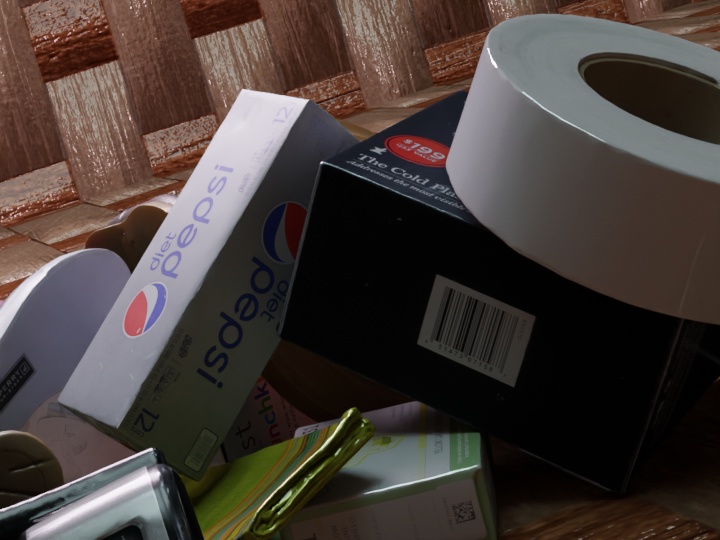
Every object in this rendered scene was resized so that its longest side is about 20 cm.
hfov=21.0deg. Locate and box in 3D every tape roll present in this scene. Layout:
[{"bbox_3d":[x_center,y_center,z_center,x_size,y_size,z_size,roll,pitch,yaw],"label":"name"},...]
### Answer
[{"bbox_3d":[0.146,-0.053,0.946,0.201,0.071,0.203,14,25,-6],"label":"tape roll"}]

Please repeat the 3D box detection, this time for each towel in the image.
[{"bbox_3d":[-0.071,0.116,0.964,0.086,0.018,0.200,-42,9,-33],"label":"towel"}]

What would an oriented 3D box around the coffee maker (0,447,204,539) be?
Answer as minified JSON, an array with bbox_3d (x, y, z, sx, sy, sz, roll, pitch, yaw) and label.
[{"bbox_3d":[-0.149,0.151,0.745,0.199,0.135,0.192,-17,9,-9],"label":"coffee maker"}]

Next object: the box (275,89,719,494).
[{"bbox_3d":[0.091,0.001,1.013,0.199,0.105,0.182,23,24,18],"label":"box"}]

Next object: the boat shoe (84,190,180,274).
[{"bbox_3d":[-0.117,-0.020,1.270,0.070,0.071,0.200,-24,12,-25],"label":"boat shoe"}]

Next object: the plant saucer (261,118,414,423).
[{"bbox_3d":[0.000,0.000,1.140,0.200,0.201,0.032,-26,-5,-45],"label":"plant saucer"}]

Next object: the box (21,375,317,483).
[{"bbox_3d":[-0.094,0.074,1.195,0.199,0.097,0.176,-6,12,44],"label":"box"}]

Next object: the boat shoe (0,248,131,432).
[{"bbox_3d":[-0.202,0.056,1.080,0.066,0.070,0.200,-6,34,37],"label":"boat shoe"}]

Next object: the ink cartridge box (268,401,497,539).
[{"bbox_3d":[-0.031,0.120,0.979,0.199,0.048,0.146,-13,11,5],"label":"ink cartridge box"}]

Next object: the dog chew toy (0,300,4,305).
[{"bbox_3d":[-0.222,0.075,1.348,0.199,0.125,0.125,-6,12,10],"label":"dog chew toy"}]

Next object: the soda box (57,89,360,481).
[{"bbox_3d":[-0.073,0.005,1.025,0.068,0.063,0.201,14,71,52],"label":"soda box"}]

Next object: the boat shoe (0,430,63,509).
[{"bbox_3d":[-0.232,0.156,0.966,0.200,0.071,0.065,-37,7,-12],"label":"boat shoe"}]
